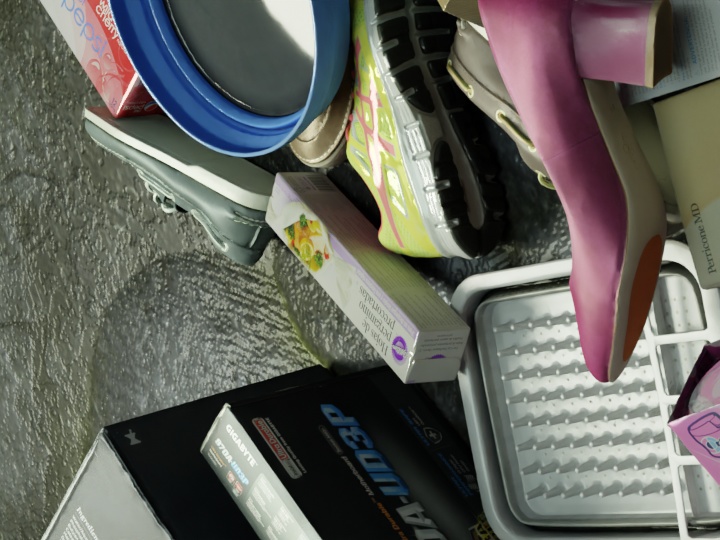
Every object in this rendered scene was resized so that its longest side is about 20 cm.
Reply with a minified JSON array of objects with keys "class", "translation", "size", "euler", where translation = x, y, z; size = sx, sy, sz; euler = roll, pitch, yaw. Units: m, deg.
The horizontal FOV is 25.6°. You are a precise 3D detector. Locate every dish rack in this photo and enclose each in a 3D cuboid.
[{"class":"dish rack","translation":[0.144,0.075,0.911],"size":[0.199,0.043,0.173],"euler":[-11,91,46]}]

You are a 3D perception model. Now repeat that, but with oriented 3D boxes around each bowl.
[{"class":"bowl","translation":[-0.084,-0.172,0.988],"size":[0.200,0.039,0.202],"euler":[26,129,36]}]

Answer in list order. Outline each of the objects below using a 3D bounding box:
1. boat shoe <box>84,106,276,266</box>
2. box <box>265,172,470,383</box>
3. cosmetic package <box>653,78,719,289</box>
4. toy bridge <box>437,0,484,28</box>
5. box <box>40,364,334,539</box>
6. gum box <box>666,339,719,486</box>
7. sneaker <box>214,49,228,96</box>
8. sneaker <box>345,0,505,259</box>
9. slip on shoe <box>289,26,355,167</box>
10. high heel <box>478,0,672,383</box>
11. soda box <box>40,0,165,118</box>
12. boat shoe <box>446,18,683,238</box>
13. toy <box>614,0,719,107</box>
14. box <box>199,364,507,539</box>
[{"class":"boat shoe","translation":[-0.135,-0.066,1.151],"size":[0.199,0.073,0.062],"euler":[29,114,33]},{"class":"box","translation":[0.000,0.000,1.014],"size":[0.200,0.041,0.039],"euler":[47,131,45]},{"class":"cosmetic package","translation":[0.247,-0.063,0.755],"size":[0.199,0.071,0.106],"euler":[-20,82,46]},{"class":"toy bridge","translation":[0.049,-0.203,0.925],"size":[0.027,0.067,0.201],"euler":[-52,41,28]},{"class":"box","translation":[-0.102,0.187,1.074],"size":[0.124,0.199,0.197],"euler":[50,130,25]},{"class":"gum box","translation":[0.260,0.064,0.738],"size":[0.114,0.066,0.199],"euler":[49,136,-12]},{"class":"sneaker","translation":[-0.093,-0.214,1.079],"size":[0.091,0.077,0.202],"euler":[27,115,44]},{"class":"sneaker","translation":[0.019,-0.099,0.978],"size":[0.090,0.078,0.202],"euler":[-13,89,46]},{"class":"slip on shoe","translation":[-0.030,-0.165,1.029],"size":[0.076,0.060,0.202],"euler":[28,117,39]},{"class":"high heel","translation":[0.101,-0.044,0.798],"size":[0.095,0.067,0.202],"euler":[10,115,26]},{"class":"soda box","translation":[-0.193,-0.209,1.187],"size":[0.201,0.063,0.070],"euler":[55,131,24]},{"class":"boat shoe","translation":[0.116,-0.082,0.890],"size":[0.200,0.071,0.060],"euler":[51,136,31]},{"class":"toy","translation":[0.167,-0.147,0.795],"size":[0.199,0.047,0.116],"euler":[-16,78,48]},{"class":"box","translation":[0.019,0.154,0.972],"size":[0.200,0.158,0.046],"euler":[52,129,27]}]
